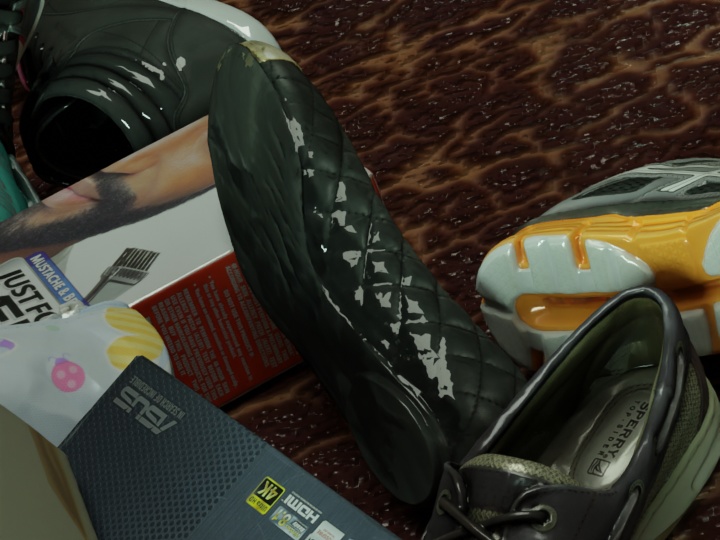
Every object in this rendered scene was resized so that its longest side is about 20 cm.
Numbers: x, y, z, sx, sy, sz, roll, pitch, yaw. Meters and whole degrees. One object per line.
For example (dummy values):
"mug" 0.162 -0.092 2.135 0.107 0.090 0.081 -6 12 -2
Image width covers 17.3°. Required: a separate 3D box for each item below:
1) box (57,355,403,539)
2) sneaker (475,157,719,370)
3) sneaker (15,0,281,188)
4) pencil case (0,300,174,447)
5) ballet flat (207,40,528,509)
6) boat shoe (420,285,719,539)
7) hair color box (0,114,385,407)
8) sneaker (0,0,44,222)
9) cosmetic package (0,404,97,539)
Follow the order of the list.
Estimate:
"box" -0.055 0.126 0.681 0.158 0.051 0.200 -50 37 -7
"sneaker" 0.139 -0.007 0.800 0.200 0.078 0.077 2 28 31
"sneaker" -0.136 -0.089 1.087 0.200 0.071 0.099 16 41 39
"pencil case" -0.159 0.057 0.785 0.200 0.091 0.083 -2 -1 -23
"ballet flat" 0.000 0.000 0.829 0.057 0.067 0.200 -11 58 -33
"boat shoe" 0.049 0.081 0.720 0.072 0.065 0.200 9 43 36
"hair color box" -0.094 0.014 0.912 0.200 0.064 0.111 -28 32 -15
"sneaker" -0.168 -0.067 0.988 0.083 0.200 0.121 4 36 -26
"cosmetic package" -0.114 0.123 0.636 0.105 0.071 0.200 -41 37 10
